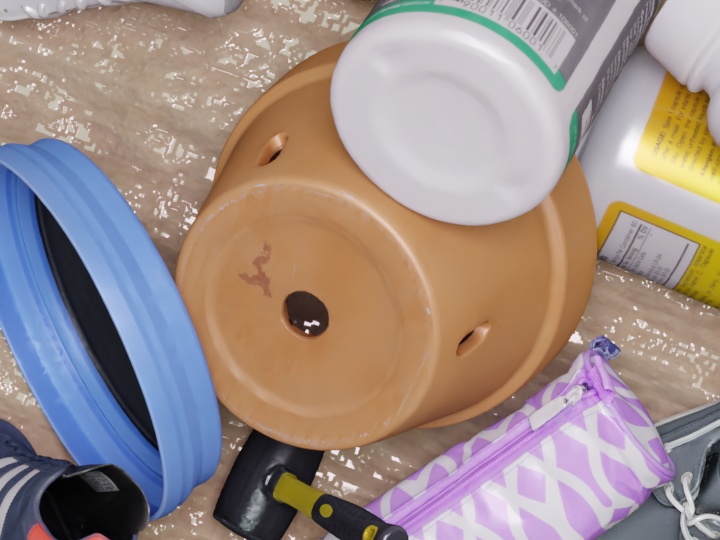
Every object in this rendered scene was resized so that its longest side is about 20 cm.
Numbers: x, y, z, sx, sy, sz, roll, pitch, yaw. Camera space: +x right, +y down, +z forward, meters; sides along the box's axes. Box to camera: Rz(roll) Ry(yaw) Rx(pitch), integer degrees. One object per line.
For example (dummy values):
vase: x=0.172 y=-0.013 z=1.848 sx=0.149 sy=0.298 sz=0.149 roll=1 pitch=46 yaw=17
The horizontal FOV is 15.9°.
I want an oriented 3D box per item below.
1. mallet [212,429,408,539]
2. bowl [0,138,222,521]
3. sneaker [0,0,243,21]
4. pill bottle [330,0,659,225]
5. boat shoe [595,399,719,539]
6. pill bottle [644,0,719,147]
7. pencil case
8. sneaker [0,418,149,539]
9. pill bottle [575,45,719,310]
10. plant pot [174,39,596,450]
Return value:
mallet: x=-0.025 y=0.125 z=1.265 sx=0.041 sy=0.200 sz=0.066 roll=29 pitch=92 yaw=-21
bowl: x=-0.132 y=0.026 z=1.270 sx=0.039 sy=0.201 sz=0.201 roll=-26 pitch=87 yaw=-22
sneaker: x=-0.151 y=-0.161 z=1.337 sx=0.200 sy=0.070 sz=0.080 roll=22 pitch=101 yaw=19
pill bottle: x=0.074 y=-0.122 z=1.192 sx=0.113 sy=0.113 sz=0.200 roll=32 pitch=47 yaw=1
boat shoe: x=0.178 y=0.105 z=1.312 sx=0.200 sy=0.062 sz=0.073 roll=-33 pitch=89 yaw=15
pill bottle: x=0.236 y=-0.072 z=1.212 sx=0.114 sy=0.114 sz=0.200 roll=-44 pitch=80 yaw=-3
pencil case: x=0.064 y=0.121 z=1.300 sx=0.200 sy=0.085 sz=0.084 roll=-38 pitch=57 yaw=9
sneaker: x=-0.147 y=0.116 z=1.266 sx=0.085 sy=0.200 sz=0.075 roll=-46 pitch=120 yaw=9
pill bottle: x=0.168 y=-0.047 z=1.314 sx=0.200 sy=0.113 sz=0.113 roll=23 pitch=87 yaw=1
plant pot: x=0.000 y=0.000 z=1.254 sx=0.200 sy=0.140 sz=0.200 roll=9 pitch=114 yaw=21
